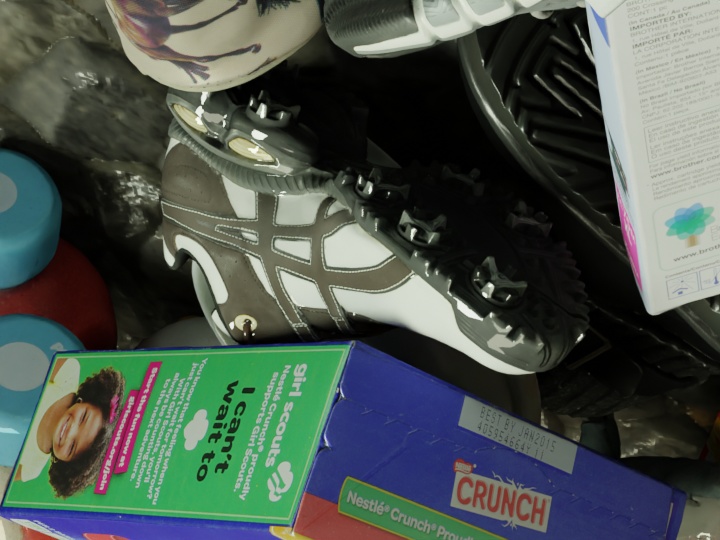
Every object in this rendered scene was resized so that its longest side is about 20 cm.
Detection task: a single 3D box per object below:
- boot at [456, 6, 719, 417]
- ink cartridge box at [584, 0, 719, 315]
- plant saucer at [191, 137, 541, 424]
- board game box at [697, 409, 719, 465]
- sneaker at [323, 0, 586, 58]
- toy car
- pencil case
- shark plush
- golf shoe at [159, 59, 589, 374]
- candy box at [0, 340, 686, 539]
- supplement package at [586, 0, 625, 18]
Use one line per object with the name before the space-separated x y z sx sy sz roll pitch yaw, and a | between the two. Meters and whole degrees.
boot | 0.076 -0.023 0.952 0.211 0.079 0.158 49 152 -18
ink cartridge box | 0.134 -0.070 0.782 0.119 0.042 0.200 -16 145 1
plant saucer | -0.015 0.017 1.008 0.200 0.050 0.200 38 154 22
board game box | 0.189 0.142 1.035 0.046 0.152 0.200 -19 160 -7
sneaker | 0.092 -0.098 0.820 0.200 0.075 0.115 -24 134 32
toy car | -0.096 0.055 1.125 0.199 0.177 0.185 -4 143 -16
pencil case | -0.061 -0.154 0.832 0.078 0.089 0.200 40 159 33
shark plush | 0.108 0.090 1.064 0.091 0.200 0.084 -2 108 -13
golf shoe | 0.000 0.000 0.888 0.078 0.095 0.200 -2 -152 -42
candy box | -0.010 0.088 0.931 0.169 0.077 0.200 26 160 -33
supplement package | 0.053 -0.189 0.618 0.200 0.117 0.117 47 139 -1
